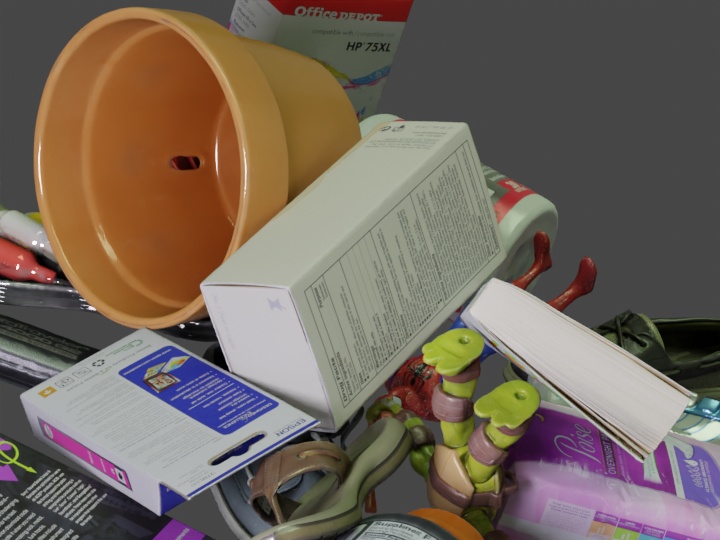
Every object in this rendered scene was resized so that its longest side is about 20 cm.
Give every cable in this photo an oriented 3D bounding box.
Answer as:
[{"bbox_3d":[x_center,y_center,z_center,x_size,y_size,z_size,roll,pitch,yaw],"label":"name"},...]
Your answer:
[{"bbox_3d":[-0.177,0.004,1.744,0.199,0.050,0.097,15,23,26],"label":"cable"}]

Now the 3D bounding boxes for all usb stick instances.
[{"bbox_3d":[-0.219,0.051,1.682,0.199,0.033,0.055,19,20,0],"label":"usb stick"}]

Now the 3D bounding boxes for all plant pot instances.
[{"bbox_3d":[-0.092,-0.069,1.701,0.140,0.201,0.200,-7,37,-45],"label":"plant pot"}]

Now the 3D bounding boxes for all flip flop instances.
[{"bbox_3d":[-0.029,0.122,1.517,0.058,0.081,0.200,54,30,-4],"label":"flip flop"}]

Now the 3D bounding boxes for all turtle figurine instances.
[{"bbox_3d":[0.066,0.125,1.597,0.064,0.162,0.200,-10,46,-23],"label":"turtle figurine"}]

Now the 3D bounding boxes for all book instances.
[{"bbox_3d":[0.122,0.054,1.593,0.133,0.048,0.200,36,-1,2],"label":"book"}]

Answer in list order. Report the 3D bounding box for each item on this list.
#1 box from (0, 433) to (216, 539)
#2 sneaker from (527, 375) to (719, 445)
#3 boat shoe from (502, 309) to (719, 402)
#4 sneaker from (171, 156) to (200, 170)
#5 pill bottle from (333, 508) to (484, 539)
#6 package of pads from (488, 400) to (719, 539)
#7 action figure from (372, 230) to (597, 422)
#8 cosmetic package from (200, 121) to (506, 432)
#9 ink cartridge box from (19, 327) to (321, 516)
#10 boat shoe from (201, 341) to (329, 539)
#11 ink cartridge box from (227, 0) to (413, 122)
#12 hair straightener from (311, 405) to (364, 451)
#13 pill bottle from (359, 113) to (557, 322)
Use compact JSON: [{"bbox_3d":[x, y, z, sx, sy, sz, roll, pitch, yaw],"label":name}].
[{"bbox_3d":[-0.196,0.152,1.506,0.200,0.036,0.143,26,27,11],"label":"box"},{"bbox_3d":[0.194,0.120,1.805,0.200,0.075,0.087,25,59,-3],"label":"sneaker"},{"bbox_3d":[0.191,0.059,1.898,0.199,0.065,0.073,-3,36,-35],"label":"boat shoe"},{"bbox_3d":[-0.126,-0.069,1.856,0.115,0.200,0.079,-6,78,-23],"label":"sneaker"},{"bbox_3d":[0.007,0.201,1.468,0.106,0.106,0.200,27,27,15],"label":"pill bottle"},{"bbox_3d":[0.174,0.151,1.705,0.199,0.076,0.121,15,24,-8],"label":"package of pads"},{"bbox_3d":[0.074,0.028,1.797,0.065,0.099,0.200,29,55,31],"label":"action figure"},{"bbox_3d":[0.000,0.000,1.621,0.073,0.104,0.200,4,32,38],"label":"cosmetic package"},{"bbox_3d":[-0.111,0.092,1.566,0.095,0.037,0.200,-29,28,-26],"label":"ink cartridge box"},{"bbox_3d":[-0.051,0.118,1.630,0.073,0.062,0.200,1,33,-38],"label":"boat shoe"},{"bbox_3d":[-0.038,-0.172,2.030,0.116,0.200,0.067,-1,33,-34],"label":"ink cartridge box"},{"bbox_3d":[-0.032,0.073,1.707,0.077,0.041,0.200,56,-10,-24],"label":"hair straightener"},{"bbox_3d":[0.034,-0.045,1.939,0.200,0.111,0.111,30,29,20],"label":"pill bottle"}]
